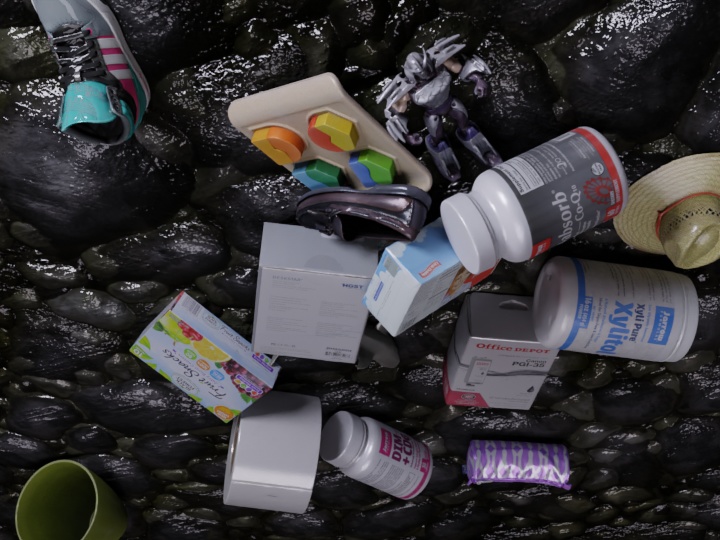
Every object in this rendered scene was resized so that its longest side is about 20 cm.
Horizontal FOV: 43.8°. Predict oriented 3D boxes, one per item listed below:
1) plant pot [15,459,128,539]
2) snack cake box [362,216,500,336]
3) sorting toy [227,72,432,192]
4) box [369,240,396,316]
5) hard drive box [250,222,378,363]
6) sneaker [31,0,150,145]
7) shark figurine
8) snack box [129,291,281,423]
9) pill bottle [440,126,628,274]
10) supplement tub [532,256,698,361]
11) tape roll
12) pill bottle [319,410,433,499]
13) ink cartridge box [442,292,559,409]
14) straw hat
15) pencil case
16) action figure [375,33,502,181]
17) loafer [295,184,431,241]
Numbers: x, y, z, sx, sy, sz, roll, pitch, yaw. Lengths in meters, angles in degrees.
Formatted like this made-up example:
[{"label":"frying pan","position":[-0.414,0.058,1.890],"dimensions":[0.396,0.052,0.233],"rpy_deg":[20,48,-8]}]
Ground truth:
[{"label":"plant pot","position":[-0.570,0.503,1.846],"dimensions":[0.186,0.189,0.200],"rpy_deg":[-10,155,14]},{"label":"snack cake box","position":[0.106,-0.012,1.147],"dimensions":[0.199,0.067,0.115],"rpy_deg":[-29,156,-35]},{"label":"sorting toy","position":[-0.038,-0.140,1.060],"dimensions":[0.184,0.037,0.200],"rpy_deg":[-5,145,42]},{"label":"box","position":[0.000,0.000,1.276],"dimensions":[0.199,0.045,0.160],"rpy_deg":[-20,136,24]},{"label":"hard drive box","position":[-0.066,0.035,1.224],"dimensions":[0.155,0.077,0.201],"rpy_deg":[7,141,-7]},{"label":"sneaker","position":[-0.298,-0.209,0.959],"dimensions":[0.083,0.121,0.200],"rpy_deg":[-11,140,16]},{"label":"shark figurine","position":[-0.024,0.118,1.394],"dimensions":[0.213,0.090,0.128],"rpy_deg":[11,139,-15]},{"label":"snack box","position":[-0.244,0.140,1.409],"dimensions":[0.200,0.053,0.142],"rpy_deg":[40,132,-13]},{"label":"pill bottle","position":[0.202,-0.079,1.055],"dimensions":[0.199,0.116,0.116],"rpy_deg":[-26,142,-9]},{"label":"supplement tub","position":[0.355,0.055,1.265],"dimensions":[0.198,0.133,0.132],"rpy_deg":[7,142,-7]},{"label":"tape roll","position":[-0.153,0.309,1.545],"dimensions":[0.138,0.204,0.203],"rpy_deg":[9,141,-11]},{"label":"pill bottle","position":[0.028,0.337,1.645],"dimensions":[0.199,0.114,0.113],"rpy_deg":[30,134,-31]},{"label":"ink cartridge box","position":[0.217,0.130,1.401],"dimensions":[0.145,0.083,0.201],"rpy_deg":[5,142,-4]},{"label":"straw hat","position":[0.432,-0.053,1.161],"dimensions":[0.199,0.086,0.202],"rpy_deg":[0,142,0]},{"label":"pencil case","position":[0.296,0.368,1.698],"dimensions":[0.198,0.086,0.084],"rpy_deg":[1,141,-1]},{"label":"action figure","position":[0.095,-0.182,1.016],"dimensions":[0.130,0.070,0.200],"rpy_deg":[-30,144,8]},{"label":"loafer","position":[-0.007,-0.064,1.098],"dimensions":[0.199,0.063,0.072],"rpy_deg":[-2,154,38]}]
